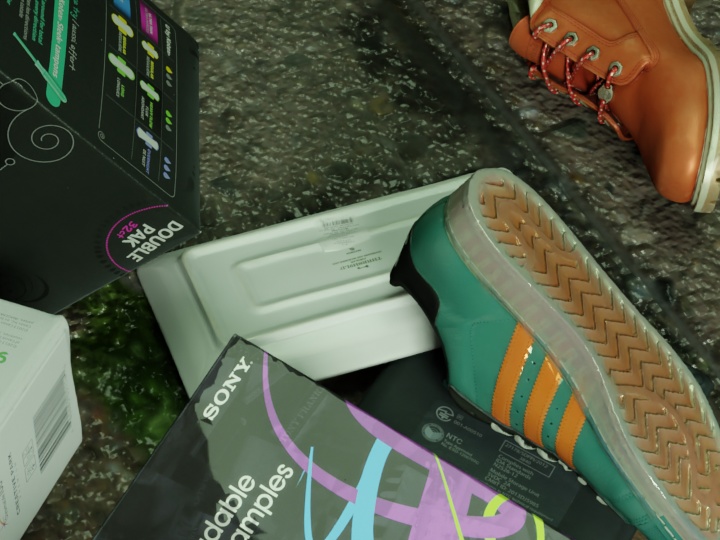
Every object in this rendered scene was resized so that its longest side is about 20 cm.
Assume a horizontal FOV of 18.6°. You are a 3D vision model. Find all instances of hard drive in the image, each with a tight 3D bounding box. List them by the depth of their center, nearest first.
[{"bbox_3d":[0.065,0.089,1.023,0.139,0.033,0.200,28,50,10],"label":"hard drive"}]

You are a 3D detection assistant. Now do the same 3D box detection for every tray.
[{"bbox_3d":[0.000,0.000,1.059,0.200,0.022,0.107,-15,44,-14],"label":"tray"}]

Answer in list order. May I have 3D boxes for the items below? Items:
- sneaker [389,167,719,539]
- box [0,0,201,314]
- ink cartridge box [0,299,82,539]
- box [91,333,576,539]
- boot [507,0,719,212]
[{"bbox_3d":[0.091,0.052,1.001,0.200,0.080,0.071,55,40,6],"label":"sneaker"},{"bbox_3d":[-0.186,-0.080,0.967,0.200,0.148,0.124,40,34,-41],"label":"box"},{"bbox_3d":[-0.244,0.077,0.899,0.200,0.084,0.176,16,48,15],"label":"ink cartridge box"},{"bbox_3d":[-0.010,0.136,0.931,0.200,0.036,0.143,30,72,13],"label":"box"},{"bbox_3d":[0.136,-0.103,1.185,0.107,0.075,0.200,-1,42,-11],"label":"boot"}]
